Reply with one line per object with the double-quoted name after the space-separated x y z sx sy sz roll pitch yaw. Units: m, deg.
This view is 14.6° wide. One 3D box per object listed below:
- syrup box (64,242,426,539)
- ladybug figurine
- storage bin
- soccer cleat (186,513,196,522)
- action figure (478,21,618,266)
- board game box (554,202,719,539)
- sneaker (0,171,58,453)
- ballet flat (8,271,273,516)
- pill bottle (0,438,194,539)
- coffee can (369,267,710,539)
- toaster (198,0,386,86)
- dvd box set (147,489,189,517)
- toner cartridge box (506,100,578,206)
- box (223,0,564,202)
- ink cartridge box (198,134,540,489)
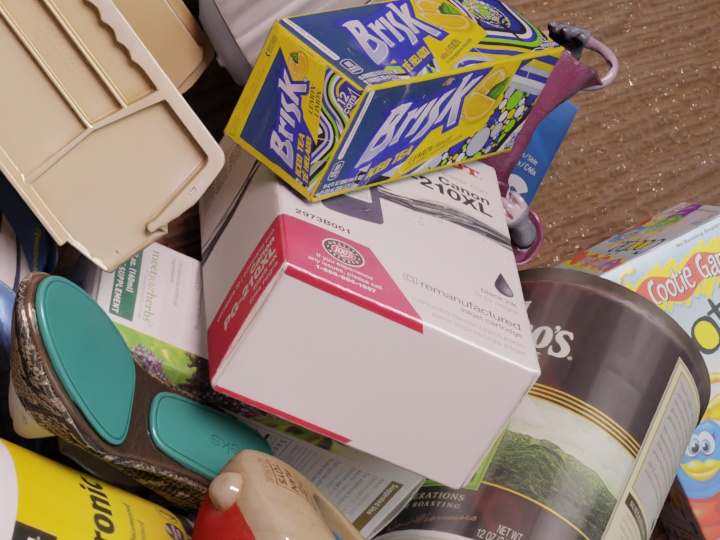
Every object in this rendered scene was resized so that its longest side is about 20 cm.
-0.063 0.061 1.455 0.199 0.082 0.079 23 45 -18 "syrup box"
-0.019 0.168 1.354 0.200 0.072 0.136 51 5 -29 "ladybug figurine"
-0.152 -0.124 1.392 0.199 0.093 0.200 54 8 -18 "storage bin"
-0.018 0.187 1.485 0.199 0.069 0.078 26 95 -22 "soccer cleat"
0.052 -0.053 1.604 0.149 0.133 0.201 -3 109 -69 "action figure"
0.212 0.071 1.737 0.102 0.105 0.201 -26 98 -8 "board game box"
-0.184 0.001 1.409 0.082 0.074 0.202 -9 85 -48 "sneaker"
-0.123 0.071 1.357 0.200 0.075 0.068 40 44 -43 "ballet flat"
-0.173 0.140 1.347 0.199 0.111 0.112 26 60 -37 "pill bottle"
0.095 0.120 1.557 0.146 0.146 0.201 47 50 -24 "coffee can"
-0.038 -0.187 1.535 0.201 0.129 0.114 63 6 28 "toaster"
-0.039 0.070 1.562 0.146 0.029 0.201 32 56 -33 "dvd box set"
0.032 -0.101 1.651 0.199 0.043 0.095 30 84 -37 "toner cartridge box"
0.020 -0.093 1.427 0.064 0.070 0.200 38 27 21 "box"
0.000 0.000 1.424 0.144 0.085 0.200 24 27 -18 "ink cartridge box"
